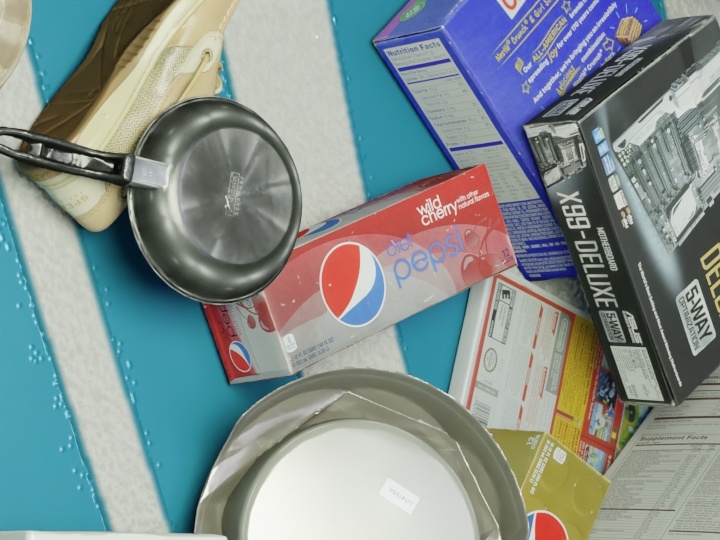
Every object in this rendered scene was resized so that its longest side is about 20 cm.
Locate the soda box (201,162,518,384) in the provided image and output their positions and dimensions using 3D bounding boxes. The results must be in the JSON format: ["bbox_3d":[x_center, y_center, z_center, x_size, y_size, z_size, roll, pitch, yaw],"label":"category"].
[{"bbox_3d":[0.000,0.000,1.348,0.199,0.063,0.071,-24,98,-40],"label":"soda box"}]

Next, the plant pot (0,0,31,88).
[{"bbox_3d":[-0.250,-0.118,1.082,0.199,0.173,0.202,6,81,-40],"label":"plant pot"}]

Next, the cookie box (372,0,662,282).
[{"bbox_3d":[0.124,-0.124,1.462,0.171,0.075,0.201,-49,116,-32],"label":"cookie box"}]

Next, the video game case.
[{"bbox_3d":[0.136,0.097,1.480,0.199,0.017,0.144,27,67,-35],"label":"video game case"}]

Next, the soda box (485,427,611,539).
[{"bbox_3d":[0.076,0.200,1.372,0.068,0.064,0.201,37,69,-31],"label":"soda box"}]

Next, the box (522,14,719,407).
[{"bbox_3d":[0.196,-0.038,1.433,0.157,0.050,0.201,-36,114,-38],"label":"box"}]

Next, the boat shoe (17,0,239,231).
[{"bbox_3d":[-0.114,-0.112,1.269,0.065,0.071,0.201,47,67,-30],"label":"boat shoe"}]

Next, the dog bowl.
[{"bbox_3d":[-0.004,0.159,1.284,0.198,0.059,0.202,4,75,-16],"label":"dog bowl"}]

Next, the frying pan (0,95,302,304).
[{"bbox_3d":[-0.101,-0.061,1.222,0.190,0.031,0.115,40,64,-28],"label":"frying pan"}]

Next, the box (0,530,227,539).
[{"bbox_3d":[-0.146,0.237,1.169,0.124,0.097,0.202,7,80,-39],"label":"box"}]

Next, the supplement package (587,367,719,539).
[{"bbox_3d":[0.253,0.178,1.457,0.200,0.150,0.153,-47,122,-41],"label":"supplement package"}]
